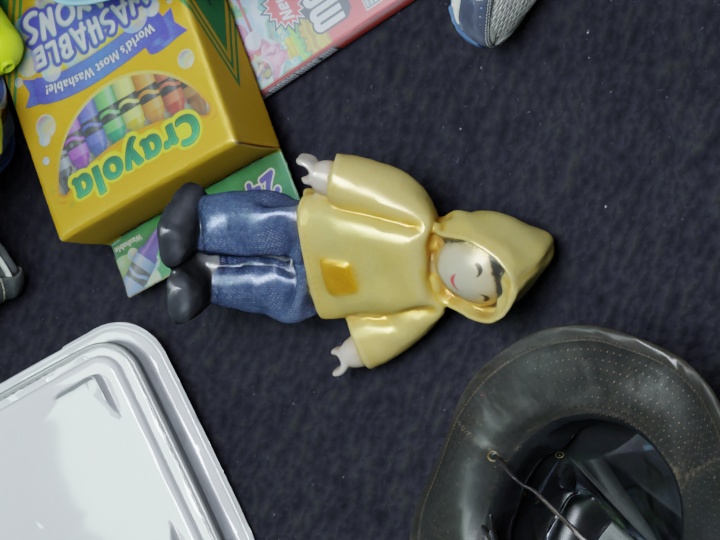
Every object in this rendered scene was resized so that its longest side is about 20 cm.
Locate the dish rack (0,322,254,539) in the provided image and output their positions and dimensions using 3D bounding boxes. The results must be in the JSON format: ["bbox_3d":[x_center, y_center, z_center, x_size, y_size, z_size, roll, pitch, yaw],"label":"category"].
[{"bbox_3d":[-0.172,0.141,1.407,0.200,0.044,0.172,-29,82,17],"label":"dish rack"}]

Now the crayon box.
[{"bbox_3d":[-0.125,-0.102,1.392,0.126,0.052,0.201,-27,75,25],"label":"crayon box"}]

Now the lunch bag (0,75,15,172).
[{"bbox_3d":[-0.286,-0.111,1.446,0.160,0.076,0.200,-24,59,-19],"label":"lunch bag"}]

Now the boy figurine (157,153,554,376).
[{"bbox_3d":[0.000,0.000,1.319,0.199,0.064,0.125,5,116,16],"label":"boy figurine"}]

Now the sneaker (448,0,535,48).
[{"bbox_3d":[0.116,-0.191,1.271,0.085,0.077,0.200,37,105,21],"label":"sneaker"}]

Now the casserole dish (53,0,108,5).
[{"bbox_3d":[-0.097,-0.208,1.332,0.199,0.039,0.122,-15,80,26],"label":"casserole dish"}]

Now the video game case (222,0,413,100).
[{"bbox_3d":[-0.070,-0.164,1.403,0.200,0.017,0.143,-32,73,24],"label":"video game case"}]

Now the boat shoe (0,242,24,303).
[{"bbox_3d":[-0.265,-0.048,1.490,0.067,0.072,0.200,-29,61,-15],"label":"boat shoe"}]

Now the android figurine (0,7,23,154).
[{"bbox_3d":[-0.270,-0.098,1.368,0.182,0.041,0.200,-24,60,-19],"label":"android figurine"}]

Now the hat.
[{"bbox_3d":[0.124,0.126,1.247,0.200,0.081,0.201,1,91,37],"label":"hat"}]
